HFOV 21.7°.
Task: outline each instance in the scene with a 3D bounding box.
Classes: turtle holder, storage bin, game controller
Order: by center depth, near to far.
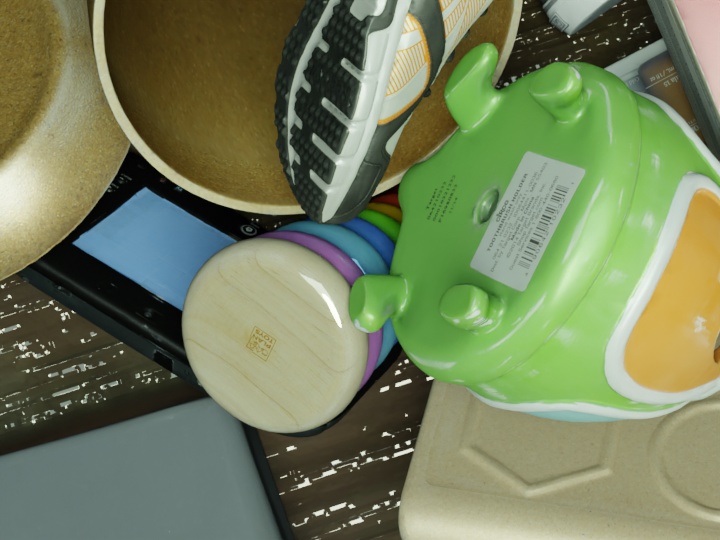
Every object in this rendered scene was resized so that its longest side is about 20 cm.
[{"bbox_3d":[0.077,0.000,0.759,0.131,0.185,0.141,27,61,-23],"label":"turtle holder"},{"bbox_3d":[-0.117,0.145,0.885,0.199,0.146,0.135,-17,76,1],"label":"storage bin"},{"bbox_3d":[-0.078,0.006,0.897,0.200,0.042,0.104,31,49,14],"label":"game controller"}]

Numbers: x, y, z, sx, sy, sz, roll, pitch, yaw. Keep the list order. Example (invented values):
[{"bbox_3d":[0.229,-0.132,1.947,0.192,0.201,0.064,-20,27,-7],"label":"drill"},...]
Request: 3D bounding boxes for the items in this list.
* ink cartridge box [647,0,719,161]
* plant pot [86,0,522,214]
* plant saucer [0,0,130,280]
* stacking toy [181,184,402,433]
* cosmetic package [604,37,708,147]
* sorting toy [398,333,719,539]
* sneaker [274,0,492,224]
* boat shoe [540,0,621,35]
[{"bbox_3d":[0.164,-0.131,0.803,0.084,0.176,0.201,-22,90,9],"label":"ink cartridge box"},{"bbox_3d":[-0.047,-0.154,0.854,0.186,0.200,0.187,-9,122,-15],"label":"plant pot"},{"bbox_3d":[-0.203,-0.081,0.901,0.200,0.035,0.201,-8,62,15],"label":"plant saucer"},{"bbox_3d":[0.000,0.000,0.859,0.085,0.200,0.086,8,111,22],"label":"stacking toy"},{"bbox_3d":[0.182,-0.046,0.919,0.200,0.052,0.151,-28,89,1],"label":"cosmetic package"},{"bbox_3d":[0.126,0.055,0.831,0.184,0.037,0.200,7,52,12],"label":"sorting toy"},{"bbox_3d":[0.023,-0.104,0.746,0.080,0.074,0.200,2,122,-31],"label":"sneaker"},{"bbox_3d":[0.161,-0.200,0.924,0.200,0.070,0.066,-38,87,8],"label":"boat shoe"}]
